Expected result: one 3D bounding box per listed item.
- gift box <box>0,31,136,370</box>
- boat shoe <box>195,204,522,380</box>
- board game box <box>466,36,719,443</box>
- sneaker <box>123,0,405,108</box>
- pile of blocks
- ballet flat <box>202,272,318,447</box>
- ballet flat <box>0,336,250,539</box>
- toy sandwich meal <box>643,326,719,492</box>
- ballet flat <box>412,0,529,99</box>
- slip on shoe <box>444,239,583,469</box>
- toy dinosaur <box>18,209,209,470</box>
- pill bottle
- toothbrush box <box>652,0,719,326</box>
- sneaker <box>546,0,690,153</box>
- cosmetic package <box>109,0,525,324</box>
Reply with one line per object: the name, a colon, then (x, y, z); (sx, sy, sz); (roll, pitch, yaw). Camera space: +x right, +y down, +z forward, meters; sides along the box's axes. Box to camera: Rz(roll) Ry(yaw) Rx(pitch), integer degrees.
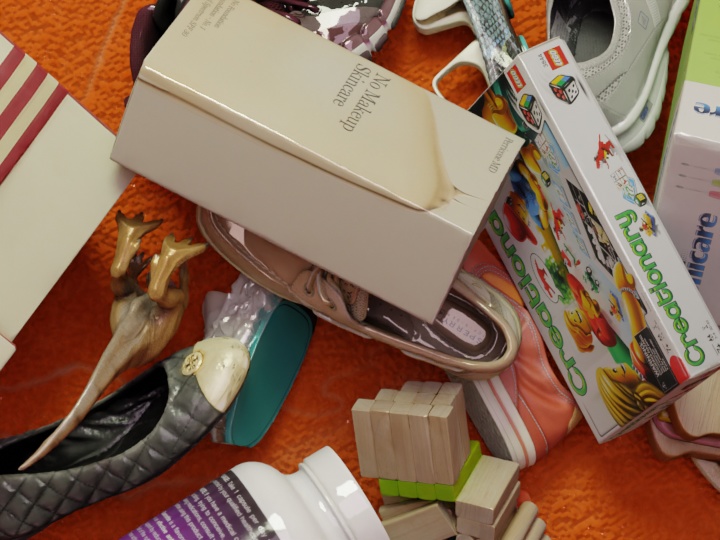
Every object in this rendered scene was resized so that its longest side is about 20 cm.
gift box: (-0.242, -0.031, 1.670); (0.200, 0.184, 0.187); (42, 76, -18)
boat shoe: (0.000, 0.000, 1.678); (0.199, 0.065, 0.072); (30, 92, 1)
board game box: (0.122, -0.015, 1.674); (0.034, 0.126, 0.201); (-23, 79, -25)
sneaker: (-0.060, -0.144, 1.746); (0.200, 0.116, 0.076); (-51, 41, -11)
pile of blocks: (0.065, 0.140, 1.718); (0.082, 0.062, 0.201); (-20, 110, 33)
ballet flat: (-0.053, 0.009, 1.754); (0.071, 0.072, 0.201); (25, 76, 3)
ballet flat: (-0.148, 0.093, 1.693); (0.199, 0.067, 0.057); (-31, 123, 15)
toy sandwich meal: (0.263, 0.055, 1.745); (0.204, 0.070, 0.207); (0, 78, -2)
ballet flat: (0.067, -0.137, 1.782); (0.074, 0.074, 0.201); (-19, 77, -6)
slip on shoe: (0.067, 0.016, 1.747); (0.061, 0.074, 0.201); (-26, 86, -13)
toy dinosaur: (-0.121, 0.031, 1.669); (0.060, 0.200, 0.107); (13, 112, 12)
pill bottle: (-0.083, 0.183, 1.682); (0.199, 0.112, 0.113); (-31, 81, -8)
toothbrush box: (0.217, -0.089, 1.697); (0.086, 0.146, 0.201); (13, 49, 5)
sneaker: (0.149, -0.169, 1.761); (0.074, 0.082, 0.201); (-11, 55, 29)
cosmetic package: (-0.023, -0.065, 1.639); (0.199, 0.073, 0.104); (26, 39, 3)
